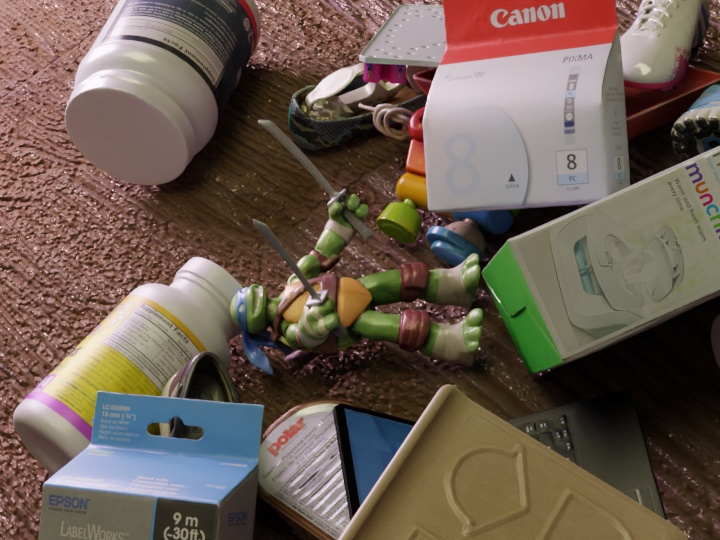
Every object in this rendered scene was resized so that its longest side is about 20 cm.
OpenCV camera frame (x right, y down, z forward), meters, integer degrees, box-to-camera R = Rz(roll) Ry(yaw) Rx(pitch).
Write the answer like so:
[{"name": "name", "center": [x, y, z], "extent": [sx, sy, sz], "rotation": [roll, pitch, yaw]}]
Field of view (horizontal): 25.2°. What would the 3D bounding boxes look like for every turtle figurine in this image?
[{"name": "turtle figurine", "center": [0.000, 0.000, 1.251], "extent": [0.193, 0.200, 0.144], "rotation": [6, 11, -5]}]

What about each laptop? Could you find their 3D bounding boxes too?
[{"name": "laptop", "center": [0.100, 0.161, 1.076], "extent": [0.200, 0.103, 0.178], "rotation": [-15, 58, 7]}]

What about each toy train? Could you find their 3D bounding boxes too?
[{"name": "toy train", "center": [0.049, -0.075, 1.386], "extent": [0.200, 0.085, 0.116], "rotation": [19, 70, 37]}]

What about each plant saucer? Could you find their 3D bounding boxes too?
[{"name": "plant saucer", "center": [0.180, -0.152, 1.386], "extent": [0.200, 0.037, 0.199], "rotation": [18, 28, 35]}]

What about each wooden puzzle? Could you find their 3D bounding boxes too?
[{"name": "wooden puzzle", "center": [0.091, 0.194, 1.021], "extent": [0.200, 0.046, 0.185], "rotation": [34, 56, 5]}]

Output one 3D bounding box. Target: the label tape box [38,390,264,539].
[{"name": "label tape box", "center": [-0.151, 0.188, 1.125], "extent": [0.144, 0.063, 0.201], "rotation": [2, 86, 23]}]

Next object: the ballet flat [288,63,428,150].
[{"name": "ballet flat", "center": [0.026, -0.170, 1.489], "extent": [0.200, 0.074, 0.074], "rotation": [-24, 43, -2]}]

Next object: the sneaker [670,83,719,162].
[{"name": "sneaker", "center": [0.350, -0.125, 1.264], "extent": [0.200, 0.078, 0.090], "rotation": [6, 46, 27]}]

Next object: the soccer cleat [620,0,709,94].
[{"name": "soccer cleat", "center": [0.255, -0.212, 1.377], "extent": [0.070, 0.087, 0.200], "rotation": [10, 25, 18]}]

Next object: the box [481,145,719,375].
[{"name": "box", "center": [0.193, -0.002, 1.157], "extent": [0.176, 0.200, 0.097], "rotation": [-25, 85, -2]}]

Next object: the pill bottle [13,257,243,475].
[{"name": "pill bottle", "center": [-0.175, 0.082, 1.288], "extent": [0.104, 0.104, 0.200], "rotation": [22, 57, 36]}]

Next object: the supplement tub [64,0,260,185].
[{"name": "supplement tub", "center": [-0.188, -0.194, 1.544], "extent": [0.140, 0.140, 0.200], "rotation": [2, 48, 23]}]

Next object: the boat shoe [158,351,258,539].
[{"name": "boat shoe", "center": [-0.113, 0.154, 1.180], "extent": [0.072, 0.066, 0.201], "rotation": [-2, 60, -14]}]

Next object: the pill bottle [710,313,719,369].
[{"name": "pill bottle", "center": [0.356, 0.026, 1.129], "extent": [0.200, 0.112, 0.112], "rotation": [-33, 44, -12]}]

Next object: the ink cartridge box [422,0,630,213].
[{"name": "ink cartridge box", "center": [0.122, -0.148, 1.244], "extent": [0.160, 0.201, 0.047], "rotation": [-2, 4, 36]}]

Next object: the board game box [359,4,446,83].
[{"name": "board game box", "center": [0.115, -0.194, 1.400], "extent": [0.199, 0.026, 0.200], "rotation": [5, 23, 10]}]

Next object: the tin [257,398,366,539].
[{"name": "tin", "center": [0.000, 0.163, 1.188], "extent": [0.112, 0.042, 0.200], "rotation": [-40, 46, -25]}]
